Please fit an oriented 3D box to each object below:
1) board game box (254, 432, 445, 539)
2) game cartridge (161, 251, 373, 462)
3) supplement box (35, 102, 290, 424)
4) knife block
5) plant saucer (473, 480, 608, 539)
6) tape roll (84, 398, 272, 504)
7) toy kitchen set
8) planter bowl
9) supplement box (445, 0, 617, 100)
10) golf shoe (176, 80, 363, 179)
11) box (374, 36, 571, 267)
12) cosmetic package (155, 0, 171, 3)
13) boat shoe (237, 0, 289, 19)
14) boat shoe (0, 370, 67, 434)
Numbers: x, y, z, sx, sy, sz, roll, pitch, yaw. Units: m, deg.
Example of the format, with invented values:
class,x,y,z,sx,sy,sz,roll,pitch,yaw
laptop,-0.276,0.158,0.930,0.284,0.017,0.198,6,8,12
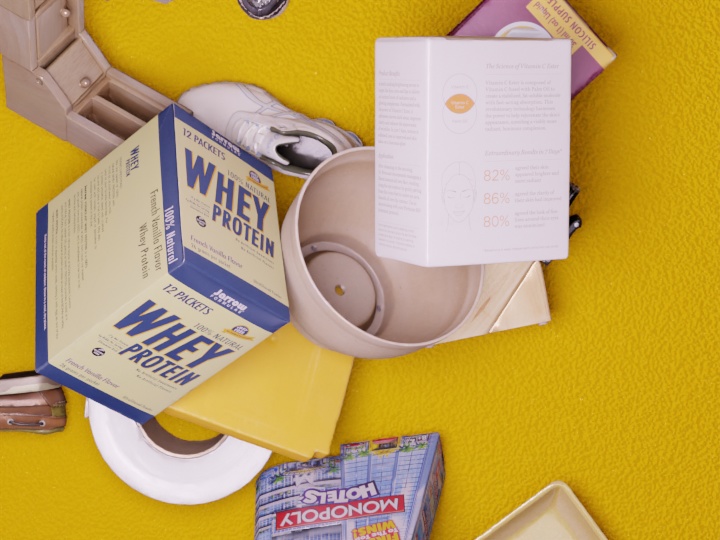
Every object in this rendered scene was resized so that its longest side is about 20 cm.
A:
class,x,y,z,sx,sy,sz,roll,pitch,yaw
board game box,-0.011,0.256,1.717,0.198,0.200,0.062,-8,124,3
game cartridge,-0.091,0.072,1.723,0.175,0.032,0.201,22,68,-15
supplement box,-0.188,-0.005,1.630,0.199,0.201,0.134,-35,134,27
knife block,0.127,-0.028,1.749,0.198,0.064,0.177,-12,95,4
plant saucer,0.182,0.343,1.793,0.199,0.048,0.201,-37,93,5
tape roll,-0.174,0.132,1.777,0.201,0.071,0.204,0,97,3
toy kitchen set,-0.231,-0.235,1.686,0.180,0.201,0.163,29,56,14
planter bowl,0.000,0.000,1.683,0.199,0.135,0.202,12,63,-24
supplement box,0.132,-0.188,1.712,0.200,0.103,0.131,-44,94,7
golf shoe,-0.093,-0.137,1.733,0.198,0.097,0.079,16,98,3
box,0.101,-0.111,1.590,0.151,0.106,0.202,-3,97,-26
cosmetic package,-0.207,-0.369,1.709,0.084,0.108,0.201,-23,96,5
boat shoe,-0.101,-0.349,1.728,0.073,0.060,0.202,2,96,3
boat shoe,-0.399,0.147,1.789,0.198,0.072,0.069,-6,95,4
